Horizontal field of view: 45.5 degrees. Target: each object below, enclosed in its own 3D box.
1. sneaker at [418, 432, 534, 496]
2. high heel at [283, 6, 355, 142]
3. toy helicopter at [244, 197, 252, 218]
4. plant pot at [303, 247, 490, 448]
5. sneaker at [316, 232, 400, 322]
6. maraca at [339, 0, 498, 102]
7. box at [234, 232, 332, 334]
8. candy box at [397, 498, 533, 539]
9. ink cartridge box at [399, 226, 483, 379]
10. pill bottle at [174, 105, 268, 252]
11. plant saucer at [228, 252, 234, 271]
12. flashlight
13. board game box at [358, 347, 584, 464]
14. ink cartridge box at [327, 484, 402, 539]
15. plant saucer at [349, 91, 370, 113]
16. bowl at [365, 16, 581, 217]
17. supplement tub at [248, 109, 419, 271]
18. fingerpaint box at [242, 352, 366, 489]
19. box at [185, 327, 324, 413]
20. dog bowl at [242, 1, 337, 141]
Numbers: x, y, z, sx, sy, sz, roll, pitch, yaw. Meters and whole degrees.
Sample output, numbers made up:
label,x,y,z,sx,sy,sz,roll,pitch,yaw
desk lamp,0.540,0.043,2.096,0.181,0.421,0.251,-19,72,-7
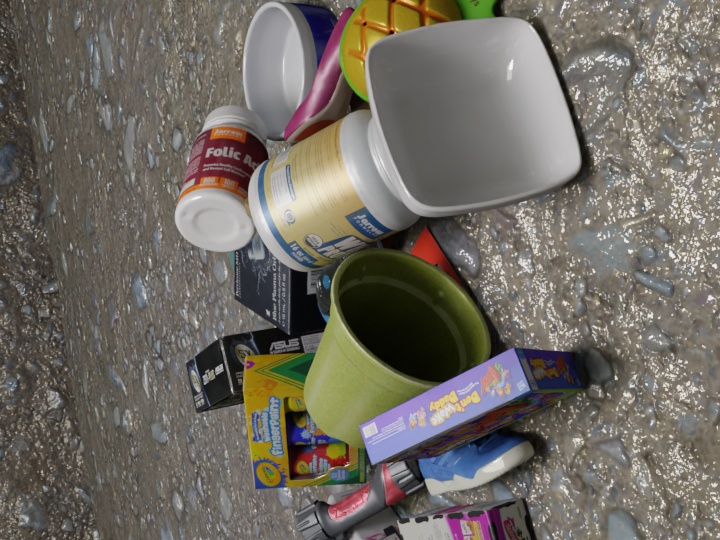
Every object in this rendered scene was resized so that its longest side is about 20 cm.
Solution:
label,x,y,z,sx,sy,sz,roll,pitch,yaw
sneaker,0.120,0.199,1.027,0.112,0.076,0.200,66,152,10
high heel,-0.048,-0.256,1.151,0.200,0.067,0.096,-34,75,33
toy helicopter,-0.059,-0.112,1.143,0.132,0.199,0.079,37,146,48
plant pot,0.024,0.109,1.024,0.201,0.200,0.185,61,138,31
sneaker,0.000,0.000,1.176,0.073,0.082,0.200,58,138,32
maraca,0.065,-0.272,0.968,0.200,0.107,0.137,-36,85,16
box,-0.103,-0.028,1.306,0.200,0.117,0.198,24,116,55
candy box,0.135,0.360,1.052,0.200,0.061,0.137,-30,71,55
ink cartridge box,0.065,0.069,1.120,0.163,0.057,0.200,61,147,32
pill bottle,-0.191,-0.135,1.220,0.114,0.114,0.201,122,159,-45
plant saucer,-0.194,-0.050,1.523,0.200,0.036,0.201,19,112,56
flashlight,-0.001,0.307,1.169,0.200,0.068,0.068,-33,37,19
board game box,0.117,0.144,0.902,0.200,0.134,0.045,-32,66,30
ink cartridge box,0.022,0.432,1.225,0.200,0.084,0.145,46,133,45
plant saucer,0.043,-0.258,1.107,0.200,0.029,0.201,19,112,56
bowl,0.107,-0.150,0.884,0.075,0.199,0.201,119,137,-70
supplement tub,-0.015,-0.097,0.996,0.199,0.144,0.145,-24,74,29
fingerpaint box,-0.075,0.214,1.211,0.074,0.166,0.201,-96,5,-54
box,-0.146,0.148,1.328,0.164,0.199,0.087,-34,67,56
dog bowl,-0.100,-0.295,1.282,0.200,0.078,0.201,16,109,56
